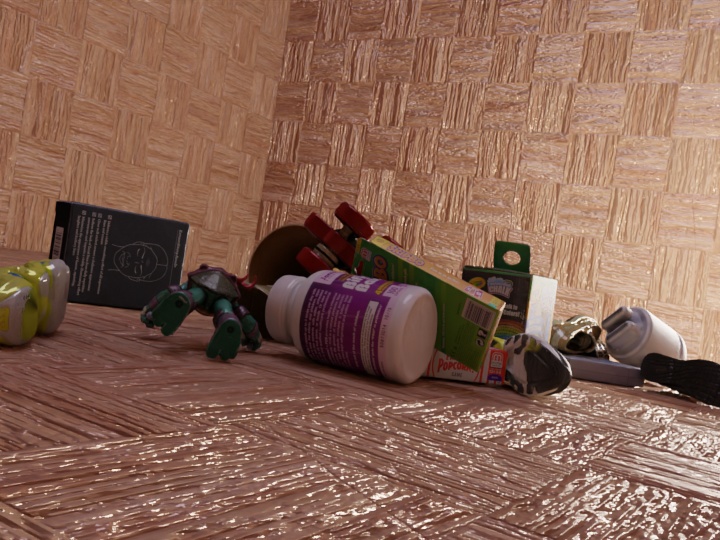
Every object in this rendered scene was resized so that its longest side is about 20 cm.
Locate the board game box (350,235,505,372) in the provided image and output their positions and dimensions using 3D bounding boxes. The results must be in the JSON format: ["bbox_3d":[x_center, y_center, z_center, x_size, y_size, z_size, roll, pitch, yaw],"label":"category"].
[{"bbox_3d":[0.074,0.036,0.921,0.197,0.097,0.030,27,37,18],"label":"board game box"}]

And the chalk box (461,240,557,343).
[{"bbox_3d":[0.233,0.059,1.199,0.122,0.206,0.123,9,0,34],"label":"chalk box"}]

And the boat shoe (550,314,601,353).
[{"bbox_3d":[0.417,0.133,1.433,0.197,0.074,0.075,-3,20,-45],"label":"boat shoe"}]

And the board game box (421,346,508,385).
[{"bbox_3d":[0.091,0.114,1.047,0.147,0.048,0.199,9,0,-20],"label":"board game box"}]

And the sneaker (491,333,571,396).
[{"bbox_3d":[0.229,0.122,1.001,0.082,0.077,0.199,10,0,-19],"label":"sneaker"}]

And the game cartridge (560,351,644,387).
[{"bbox_3d":[0.410,0.177,1.378,0.194,0.043,0.133,10,-5,-9],"label":"game cartridge"}]

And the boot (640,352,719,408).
[{"bbox_3d":[0.597,0.194,1.294,0.130,0.071,0.199,22,1,-33],"label":"boot"}]

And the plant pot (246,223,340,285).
[{"bbox_3d":[-0.109,0.027,1.550,0.182,0.192,0.200,9,-13,24],"label":"plant pot"}]

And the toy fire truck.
[{"bbox_3d":[0.000,0.000,1.124,0.199,0.113,0.168,40,-6,18],"label":"toy fire truck"}]

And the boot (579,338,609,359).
[{"bbox_3d":[0.425,0.160,1.591,0.146,0.075,0.200,8,4,-7],"label":"boot"}]

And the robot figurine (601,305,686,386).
[{"bbox_3d":[0.568,0.149,1.494,0.198,0.172,0.113,31,-51,-23],"label":"robot figurine"}]

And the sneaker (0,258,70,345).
[{"bbox_3d":[-0.351,0.022,0.732,0.102,0.078,0.200,9,1,-9],"label":"sneaker"}]

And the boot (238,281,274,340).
[{"bbox_3d":[-0.100,0.048,1.136,0.195,0.074,0.155,16,20,13],"label":"boot"}]

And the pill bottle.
[{"bbox_3d":[-0.015,0.061,0.905,0.195,0.116,0.112,9,0,29],"label":"pill bottle"}]

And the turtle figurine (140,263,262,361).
[{"bbox_3d":[-0.183,0.044,0.882,0.145,0.104,0.200,9,5,-9],"label":"turtle figurine"}]

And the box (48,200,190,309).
[{"bbox_3d":[-0.395,-0.021,1.222,0.196,0.153,0.106,10,-1,-36],"label":"box"}]
